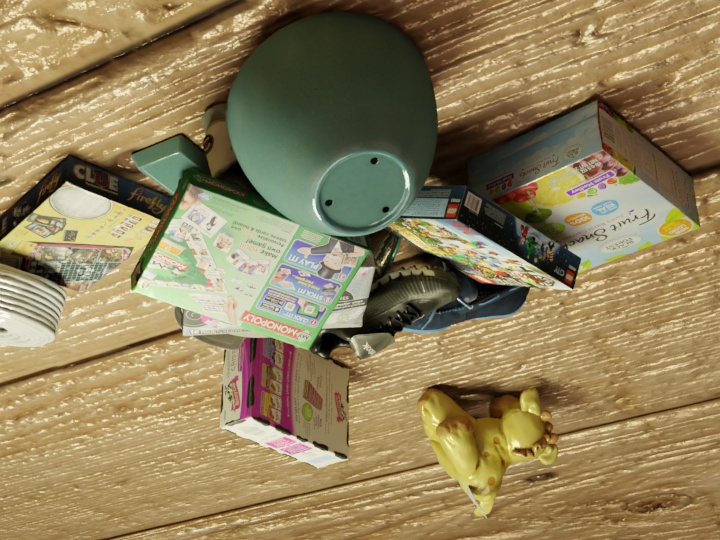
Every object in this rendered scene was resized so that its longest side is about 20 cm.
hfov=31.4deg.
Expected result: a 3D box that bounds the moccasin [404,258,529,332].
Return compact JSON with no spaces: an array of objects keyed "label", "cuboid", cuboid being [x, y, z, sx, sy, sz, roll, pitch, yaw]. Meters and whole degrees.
[{"label":"moccasin","cuboid":[0.114,0.019,1.518,0.198,0.081,0.069,-12,144,-30]}]

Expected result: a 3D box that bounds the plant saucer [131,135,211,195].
[{"label":"plant saucer","cuboid":[-0.161,-0.081,1.387,0.069,0.019,0.200,-18,146,25]}]

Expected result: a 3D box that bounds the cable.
[{"label":"cable","cuboid":[-0.444,0.036,1.486,0.198,0.070,0.199,-6,158,42]}]

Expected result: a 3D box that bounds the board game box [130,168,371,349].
[{"label":"board game box","cuboid":[-0.107,-0.007,1.248,0.198,0.029,0.135,20,120,-26]}]

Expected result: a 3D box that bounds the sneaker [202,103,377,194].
[{"label":"sneaker","cuboid":[-0.068,-0.097,1.293,0.197,0.090,0.074,11,147,-23]}]

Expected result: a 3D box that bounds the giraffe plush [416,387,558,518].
[{"label":"giraffe plush","cuboid":[0.196,0.240,1.852,0.161,0.201,0.173,-30,147,-8]}]

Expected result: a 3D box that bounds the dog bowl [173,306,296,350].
[{"label":"dog bowl","cuboid":[-0.125,0.030,1.542,0.197,0.059,0.201,-1,150,-1]}]

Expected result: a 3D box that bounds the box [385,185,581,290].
[{"label":"box","cuboid":[0.120,-0.034,1.344,0.199,0.038,0.136,27,165,-39]}]

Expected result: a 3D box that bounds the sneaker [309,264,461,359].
[{"label":"sneaker","cuboid":[0.022,0.055,1.419,0.197,0.092,0.066,-12,147,25]}]

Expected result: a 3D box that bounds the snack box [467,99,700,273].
[{"label":"snack box","cuboid":[0.237,-0.081,1.354,0.167,0.069,0.199,-24,145,36]}]

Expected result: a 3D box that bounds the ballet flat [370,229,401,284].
[{"label":"ballet flat","cuboid":[0.000,0.000,1.495,0.074,0.069,0.201,12,153,-1]}]

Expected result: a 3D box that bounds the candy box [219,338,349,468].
[{"label":"candy box","cuboid":[-0.098,0.169,1.709,0.060,0.138,0.199,-21,145,34]}]

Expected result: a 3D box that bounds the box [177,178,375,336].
[{"label":"box","cuboid":[-0.094,-0.017,1.355,0.197,0.134,0.115,-3,144,-11]}]

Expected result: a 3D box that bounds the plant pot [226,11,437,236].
[{"label":"plant pot","cuboid":[-0.013,-0.110,1.153,0.197,0.136,0.202,-9,131,-11]}]

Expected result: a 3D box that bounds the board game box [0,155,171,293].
[{"label":"board game box","cuboid":[-0.317,-0.046,1.424,0.134,0.035,0.199,22,143,-35]}]
